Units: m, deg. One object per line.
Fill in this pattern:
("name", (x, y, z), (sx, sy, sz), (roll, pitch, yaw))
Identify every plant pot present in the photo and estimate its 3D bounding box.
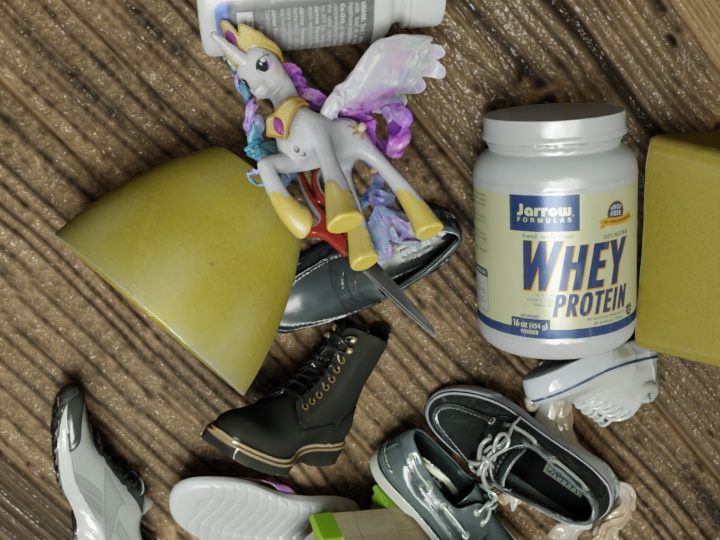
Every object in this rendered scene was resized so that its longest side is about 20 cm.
("plant pot", (-0.128, -0.016, 0.774), (0.200, 0.200, 0.142), (43, 79, -16))
("plant pot", (0.382, -0.015, 0.804), (0.192, 0.199, 0.199), (-9, 106, -28))

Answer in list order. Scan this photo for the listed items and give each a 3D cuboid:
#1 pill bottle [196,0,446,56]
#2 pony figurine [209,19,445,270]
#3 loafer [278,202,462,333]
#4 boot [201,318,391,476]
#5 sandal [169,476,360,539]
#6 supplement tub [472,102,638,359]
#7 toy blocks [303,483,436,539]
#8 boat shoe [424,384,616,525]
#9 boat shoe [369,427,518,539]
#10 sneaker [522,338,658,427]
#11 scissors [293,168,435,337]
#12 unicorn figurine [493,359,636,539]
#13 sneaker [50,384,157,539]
("pill bottle", (-0.035, -0.240, 0.757), (0.197, 0.114, 0.116), (-6, 106, -7))
("pony figurine", (-0.017, -0.103, 0.724), (0.192, 0.202, 0.166), (2, 144, -50))
("loafer", (0.000, 0.000, 0.847), (0.198, 0.070, 0.069), (-27, 108, -1))
("boot", (-0.051, 0.099, 0.822), (0.077, 0.200, 0.140), (30, 96, 21))
("sandal", (-0.093, 0.231, 0.909), (0.200, 0.050, 0.083), (19, 116, -26))
("supplement tub", (0.171, -0.039, 0.824), (0.143, 0.145, 0.203), (-6, 106, -7))
("toy blocks", (-0.005, 0.286, 0.892), (0.198, 0.101, 0.137), (11, 131, -47))
("boat shoe", (0.136, 0.173, 0.862), (0.198, 0.068, 0.074), (33, 111, 26))
("boat shoe", (0.099, 0.229, 0.893), (0.200, 0.073, 0.062), (42, 119, -2))
("sneaker", (0.224, 0.107, 0.858), (0.198, 0.073, 0.072), (-6, 78, -44))
("scissors", (-0.009, -0.013, 0.813), (0.072, 0.014, 0.202), (-23, 69, -12))
("unicorn figurine", (0.193, 0.188, 0.927), (0.200, 0.074, 0.138), (42, 87, -13))
("sneaker", (-0.240, 0.194, 0.868), (0.078, 0.074, 0.203), (-15, 113, -14))
